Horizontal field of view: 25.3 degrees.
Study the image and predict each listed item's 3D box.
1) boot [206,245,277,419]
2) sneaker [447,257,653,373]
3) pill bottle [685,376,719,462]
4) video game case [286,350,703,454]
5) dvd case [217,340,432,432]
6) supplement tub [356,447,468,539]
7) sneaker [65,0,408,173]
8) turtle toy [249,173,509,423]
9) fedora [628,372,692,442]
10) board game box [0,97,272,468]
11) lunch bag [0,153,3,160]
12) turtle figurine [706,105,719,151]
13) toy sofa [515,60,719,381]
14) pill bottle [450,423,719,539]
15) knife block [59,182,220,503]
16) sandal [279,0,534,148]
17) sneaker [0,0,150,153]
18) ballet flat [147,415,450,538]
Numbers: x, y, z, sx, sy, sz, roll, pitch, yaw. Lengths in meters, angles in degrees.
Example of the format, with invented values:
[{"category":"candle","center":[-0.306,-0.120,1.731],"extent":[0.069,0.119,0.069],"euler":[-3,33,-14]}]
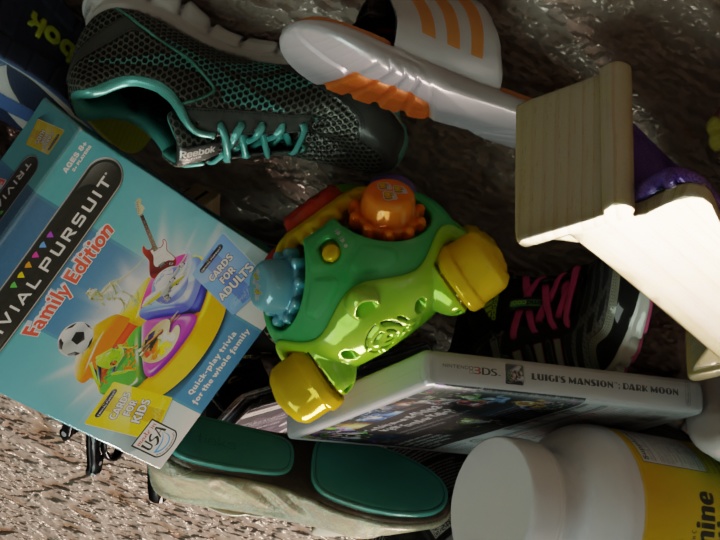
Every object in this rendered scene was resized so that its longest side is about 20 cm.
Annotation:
[{"category":"boot","center":[-0.073,0.048,1.126],"extent":[0.151,0.073,0.200],"euler":[0,134,32]},{"category":"sneaker","center":[0.112,0.031,0.982],"extent":[0.087,0.074,0.200],"euler":[21,154,-11]},{"category":"pill bottle","center":[0.301,0.100,0.937],"extent":[0.200,0.113,0.113],"euler":[30,148,-13]},{"category":"video game case","center":[0.075,0.085,0.973],"extent":[0.182,0.023,0.200],"euler":[7,163,-23]},{"category":"dvd case","center":[-0.050,0.108,1.166],"extent":[0.149,0.016,0.200],"euler":[-14,164,-29]},{"category":"supplement tub","center":[0.064,0.181,1.121],"extent":[0.123,0.123,0.200],"euler":[45,-177,-34]},{"category":"sneaker","center":[-0.074,-0.087,0.894],"extent":[0.200,0.091,0.078],"euler":[21,146,-1]},{"category":"turtle toy","center":[0.000,0.000,0.917],"extent":[0.101,0.146,0.200],"euler":[55,-175,-3]},{"category":"fedora","center":[0.196,0.154,1.103],"extent":[0.200,0.092,0.201],"euler":[16,149,10]},{"category":"board game box","center":[-0.148,0.015,0.932],"extent":[0.047,0.151,0.200],"euler":[37,-178,44]},{"category":"lunch bag","center":[-0.269,0.004,1.008],"extent":[0.124,0.170,0.200],"euler":[46,178,-38]},{"category":"turtle figurine","center":[0.237,-0.081,0.743],"extent":[0.200,0.064,0.161],"euler":[24,158,-21]},{"category":"toy sofa","center":[0.169,-0.022,0.818],"extent":[0.098,0.083,0.200],"euler":[-17,145,34]},{"category":"pill bottle","center":[0.158,0.152,0.951],"extent":[0.200,0.112,0.112],"euler":[12,156,-30]},{"category":"knife block","center":[-0.130,0.061,1.059],"extent":[0.200,0.064,0.176],"euler":[-32,97,37]},{"category":"sandal","center":[0.050,-0.108,0.830],"extent":[0.207,0.059,0.079],"euler":[16,173,-33]},{"category":"sneaker","center":[-0.207,-0.133,0.926],"extent":[0.082,0.074,0.200],"euler":[-5,139,40]},{"category":"ballet flat","center":[-0.042,0.140,1.045],"extent":[0.200,0.067,0.062],"euler":[15,132,-3]}]
